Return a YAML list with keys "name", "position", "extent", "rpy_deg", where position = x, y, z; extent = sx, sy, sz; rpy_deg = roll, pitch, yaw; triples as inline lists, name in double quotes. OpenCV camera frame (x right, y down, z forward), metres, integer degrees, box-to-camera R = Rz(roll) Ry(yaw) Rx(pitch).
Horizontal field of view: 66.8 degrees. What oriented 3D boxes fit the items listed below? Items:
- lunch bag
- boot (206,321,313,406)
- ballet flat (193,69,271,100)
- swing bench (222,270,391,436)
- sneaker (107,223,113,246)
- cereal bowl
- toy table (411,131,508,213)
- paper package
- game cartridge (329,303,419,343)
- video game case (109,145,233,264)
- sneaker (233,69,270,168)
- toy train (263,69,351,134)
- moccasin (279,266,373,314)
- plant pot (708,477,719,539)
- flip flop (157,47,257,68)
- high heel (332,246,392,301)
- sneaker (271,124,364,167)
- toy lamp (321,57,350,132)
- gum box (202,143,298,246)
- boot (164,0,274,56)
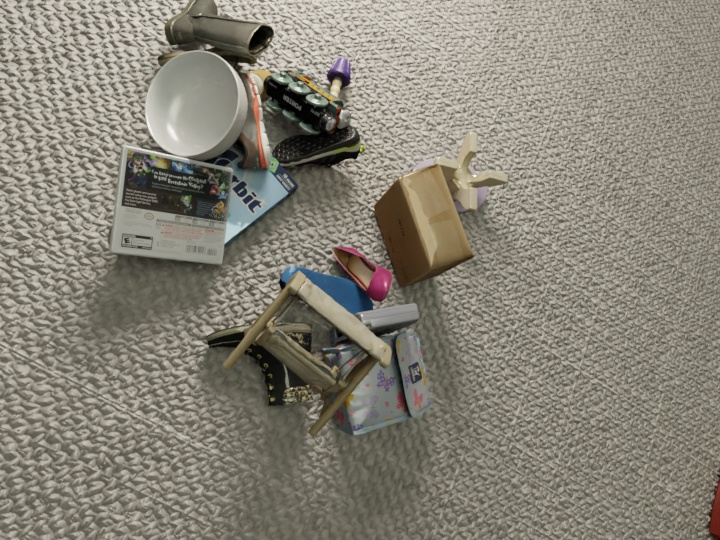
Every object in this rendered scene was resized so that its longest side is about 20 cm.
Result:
- name: "lunch bag"
  position: [0.043, 0.213, 1.077]
  extent: [0.198, 0.127, 0.172]
  rpy_deg: [-8, 85, -26]
- name: "boot"
  position: [-0.183, 0.179, 1.029]
  extent: [0.201, 0.073, 0.156]
  rpy_deg: [-2, 81, -20]
- name: "ballet flat"
  position: [-0.260, -0.370, 1.132]
  extent: [0.199, 0.063, 0.069]
  rpy_deg: [-27, 110, -22]
- name: "swing bench"
  position: [-0.082, 0.127, 0.917]
  extent: [0.199, 0.130, 0.200]
  rpy_deg: [41, 108, -8]
- name: "sneaker"
  position: [-0.391, -0.115, 1.009]
  extent: [0.070, 0.080, 0.201]
  rpy_deg: [35, 75, -8]
- name: "cereal bowl"
  position: [-0.297, -0.300, 1.026]
  extent: [0.198, 0.083, 0.203]
  rpy_deg: [-1, 85, 15]
- name: "toy table"
  position: [0.226, -0.209, 1.251]
  extent: [0.198, 0.117, 0.186]
  rpy_deg: [-3, 79, -22]
- name: "paper package"
  position: [0.124, -0.086, 1.142]
  extent: [0.102, 0.191, 0.202]
  rpy_deg: [-18, 83, -19]
- name: "game cartridge"
  position: [0.029, 0.104, 1.056]
  extent: [0.132, 0.200, 0.041]
  rpy_deg: [-3, 76, -21]
- name: "video game case"
  position: [-0.334, -0.111, 0.981]
  extent: [0.198, 0.023, 0.184]
  rpy_deg: [7, 91, -35]
- name: "sneaker"
  position: [-0.231, -0.296, 1.073]
  extent: [0.081, 0.077, 0.202]
  rpy_deg: [-11, 84, -10]
- name: "toy train"
  position: [-0.110, -0.351, 1.132]
  extent: [0.199, 0.086, 0.114]
  rpy_deg: [38, 39, 24]
- name: "moccasin"
  position: [-0.069, 0.044, 1.108]
  extent: [0.199, 0.068, 0.081]
  rpy_deg: [28, 62, -14]
- name: "plant pot"
  position: [0.969, 0.618, 1.302]
  extent: [0.200, 0.200, 0.176]
  rpy_deg: [45, 78, -5]
- name: "flip flop"
  position: [-0.312, -0.424, 1.127]
  extent: [0.198, 0.081, 0.058]
  rpy_deg: [-14, 105, -24]
- name: "high heel"
  position: [0.000, 0.000, 1.081]
  extent: [0.095, 0.200, 0.068]
  rpy_deg: [25, 105, -19]
- name: "sneaker"
  position: [-0.087, -0.243, 1.165]
  extent: [0.198, 0.083, 0.072]
  rpy_deg: [-12, 56, 1]
- name: "toy lamp"
  position: [-0.060, -0.381, 1.217]
  extent: [0.058, 0.058, 0.202]
  rpy_deg: [16, 73, -16]
- name: "gum box"
  position: [-0.254, -0.172, 1.099]
  extent: [0.200, 0.045, 0.170]
  rpy_deg: [-43, 94, -23]
- name: "boot"
  position: [-0.266, -0.491, 1.093]
  extent: [0.198, 0.073, 0.183]
  rpy_deg: [8, 52, 19]
